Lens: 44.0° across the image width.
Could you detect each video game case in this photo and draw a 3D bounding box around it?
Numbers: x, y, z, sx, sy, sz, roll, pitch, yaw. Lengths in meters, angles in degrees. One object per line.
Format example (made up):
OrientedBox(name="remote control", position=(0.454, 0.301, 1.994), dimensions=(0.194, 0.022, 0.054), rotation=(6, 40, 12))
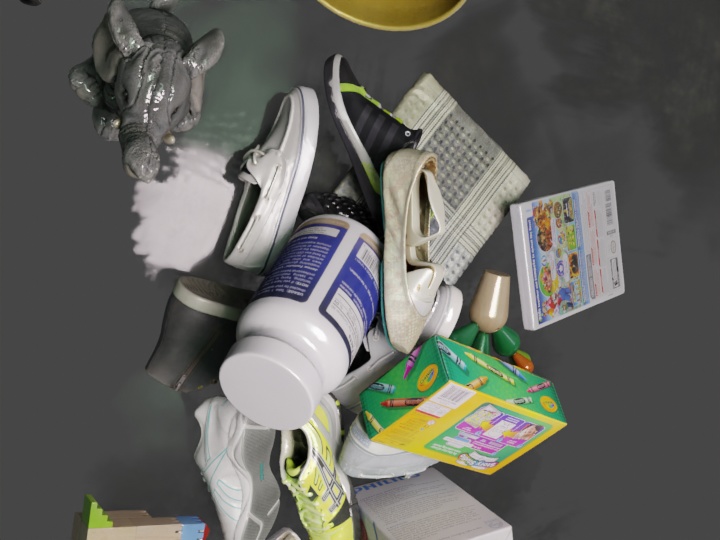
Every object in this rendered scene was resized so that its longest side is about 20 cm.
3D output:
OrientedBox(name="video game case", position=(0.253, -0.023, 1.070), dimensions=(0.198, 0.018, 0.147), rotation=(-15, 101, -42))

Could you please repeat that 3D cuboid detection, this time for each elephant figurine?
OrientedBox(name="elephant figurine", position=(-0.186, -0.178, 0.814), dimensions=(0.140, 0.199, 0.158), rotation=(-27, 105, -17))

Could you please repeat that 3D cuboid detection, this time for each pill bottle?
OrientedBox(name="pill bottle", position=(-0.051, 0.047, 0.855), dimensions=(0.116, 0.115, 0.201), rotation=(50, 41, -19))

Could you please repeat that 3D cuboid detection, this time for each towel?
OrientedBox(name="towel", position=(0.080, -0.092, 1.028), dimensions=(0.192, 0.034, 0.201), rotation=(42, 82, -17))

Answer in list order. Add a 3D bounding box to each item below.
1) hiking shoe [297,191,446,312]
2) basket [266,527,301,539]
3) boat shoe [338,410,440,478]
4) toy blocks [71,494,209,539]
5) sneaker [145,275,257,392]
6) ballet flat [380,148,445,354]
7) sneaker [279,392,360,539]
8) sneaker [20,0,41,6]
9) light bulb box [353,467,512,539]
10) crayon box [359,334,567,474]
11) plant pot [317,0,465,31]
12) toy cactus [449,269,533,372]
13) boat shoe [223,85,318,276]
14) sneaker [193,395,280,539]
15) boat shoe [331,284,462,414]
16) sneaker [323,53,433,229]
OrientedBox(name="hiking shoe", position=(0.000, 0.000, 0.969), dimensions=(0.199, 0.076, 0.101), rotation=(37, 109, -16))
OrientedBox(name="basket", position=(-0.099, 0.404, 0.949), dimensions=(0.199, 0.123, 0.136), rotation=(-41, 107, -13))
OrientedBox(name="boat shoe", position=(0.047, 0.197, 1.004), dimensions=(0.199, 0.070, 0.072), rotation=(9, 121, -49))
OrientedBox(name="toy blocks", position=(-0.230, 0.329, 0.914), dimensions=(0.135, 0.099, 0.205), rotation=(8, 91, -34))
OrientedBox(name="sneaker", position=(-0.126, 0.083, 0.946), dimensions=(0.197, 0.075, 0.108), rotation=(20, 106, -30))
OrientedBox(name="ballet flat", position=(0.053, -0.019, 0.873), dimensions=(0.067, 0.061, 0.205), rotation=(-5, 92, -58))
OrientedBox(name="sneaker", position=(-0.054, 0.233, 0.967), dimensions=(0.076, 0.074, 0.205), rotation=(-13, 91, -52))
OrientedBox(name="sneaker", position=(-0.303, -0.305, 0.824), dimensions=(0.199, 0.071, 0.099), rotation=(-38, 107, -12))
OrientedBox(name="light bulb box", position=(0.076, 0.350, 0.975), dimensions=(0.122, 0.199, 0.203), rotation=(-9, 99, -19))
OrientedBox(name="crayon box", position=(0.111, 0.147, 0.941), dimensions=(0.198, 0.059, 0.118), rotation=(24, 128, -38))
OrientedBox(name="plant pot", position=(0.032, -0.370, 0.909), dimensions=(0.197, 0.199, 0.144), rotation=(25, 60, -22))
OrientedBox(name="toy cactus", position=(0.135, 0.081, 1.024), dimensions=(0.197, 0.102, 0.169), rotation=(5, 103, -33))
OrientedBox(name="boat shoe", position=(-0.097, -0.097, 0.933), dimensions=(0.065, 0.072, 0.204), rotation=(13, 98, -27))
OrientedBox(name="sneaker", position=(-0.134, 0.220, 0.952), dimensions=(0.070, 0.079, 0.204), rotation=(-33, 131, -53))
OrientedBox(name="boat shoe", position=(0.028, 0.077, 0.957), dimensions=(0.068, 0.200, 0.073), rotation=(29, 40, -22))
OrientedBox(name="sneaker", position=(0.025, -0.141, 0.947), dimensions=(0.081, 0.072, 0.204), rotation=(-22, 86, 8))
